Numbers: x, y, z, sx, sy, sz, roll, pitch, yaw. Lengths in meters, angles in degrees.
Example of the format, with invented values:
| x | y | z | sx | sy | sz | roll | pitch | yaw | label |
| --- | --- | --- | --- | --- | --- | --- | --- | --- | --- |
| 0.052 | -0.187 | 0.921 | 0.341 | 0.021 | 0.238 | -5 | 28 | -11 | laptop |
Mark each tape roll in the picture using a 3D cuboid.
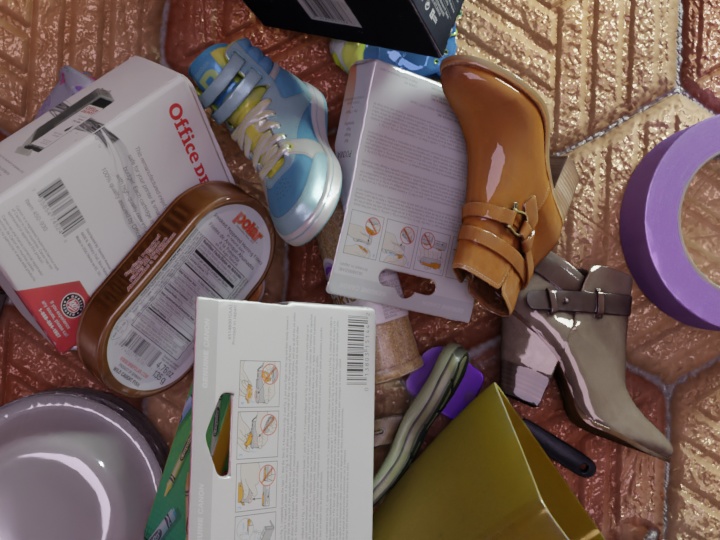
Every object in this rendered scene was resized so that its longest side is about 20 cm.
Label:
| x | y | z | sx | sy | sz | roll | pitch | yaw | label |
| --- | --- | --- | --- | --- | --- | --- | --- | --- | --- |
| 0.351 | -0.044 | 0.803 | 0.197 | 0.066 | 0.203 | 0 | 88 | -3 | tape roll |

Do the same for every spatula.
| x | y | z | sx | sy | sz | roll | pitch | yaw | label |
| --- | --- | --- | --- | --- | --- | --- | --- | --- | --- |
| 0.138 | 0.140 | 0.803 | 0.198 | 0.021 | 0.057 | 31 | 99 | -4 | spatula |

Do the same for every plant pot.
| x | y | z | sx | sy | sz | roll | pitch | yaw | label |
| --- | --- | --- | --- | --- | --- | --- | --- | --- | --- |
| 0.108 | 0.253 | 0.707 | 0.175 | 0.200 | 0.201 | -34 | 105 | 10 | plant pot |

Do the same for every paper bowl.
| x | y | z | sx | sy | sz | roll | pitch | yaw | label |
| --- | --- | --- | --- | --- | --- | --- | --- | --- | --- |
| -0.263 | 0.207 | 0.736 | 0.198 | 0.104 | 0.204 | 0 | 87 | -5 | paper bowl |

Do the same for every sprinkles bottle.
| x | y | z | sx | sy | sz | roll | pitch | yaw | label |
| --- | --- | --- | --- | --- | --- | --- | --- | --- | --- |
| 0.000 | 0.000 | 0.776 | 0.067 | 0.068 | 0.203 | -16 | 89 | -4 | sprinkles bottle |

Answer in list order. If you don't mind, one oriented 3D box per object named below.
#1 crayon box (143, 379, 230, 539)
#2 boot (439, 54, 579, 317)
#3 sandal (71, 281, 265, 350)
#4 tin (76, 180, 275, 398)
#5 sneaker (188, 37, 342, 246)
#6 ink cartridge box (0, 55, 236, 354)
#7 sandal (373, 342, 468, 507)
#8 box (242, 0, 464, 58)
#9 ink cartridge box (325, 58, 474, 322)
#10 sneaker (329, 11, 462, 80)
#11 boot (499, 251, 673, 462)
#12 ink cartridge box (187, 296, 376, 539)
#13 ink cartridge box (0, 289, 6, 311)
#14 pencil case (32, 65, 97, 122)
| x | y | z | sx | sy | sz | roll | pitch | yaw | label |
| --- | --- | --- | --- | --- | --- | --- | --- | --- | --- |
| -0.097 | 0.149 | 0.738 | 0.118 | 0.058 | 0.203 | 22 | 84 | -45 | crayon box |
| 0.110 | -0.069 | 0.726 | 0.200 | 0.073 | 0.156 | 41 | 69 | -31 | boot |
| -0.189 | 0.020 | 0.768 | 0.204 | 0.059 | 0.080 | -11 | 88 | -4 | sandal |
| -0.149 | 0.017 | 0.715 | 0.042 | 0.112 | 0.201 | 30 | 77 | 36 | tin |
| -0.087 | -0.114 | 0.705 | 0.130 | 0.201 | 0.079 | 33 | 118 | -34 | sneaker |
| -0.213 | -0.057 | 0.697 | 0.200 | 0.082 | 0.148 | -41 | 136 | -24 | ink cartridge box |
| 0.027 | 0.147 | 0.772 | 0.057 | 0.080 | 0.202 | 32 | 87 | 13 | sandal |
| 0.003 | -0.300 | 0.719 | 0.198 | 0.104 | 0.184 | 18 | 79 | 29 | box |
| 0.048 | -0.067 | 0.765 | 0.160 | 0.050 | 0.203 | 13 | 91 | -30 | ink cartridge box |
| 0.068 | -0.241 | 0.795 | 0.200 | 0.076 | 0.105 | -44 | 103 | 3 | sneaker |
| 0.222 | 0.073 | 0.791 | 0.198 | 0.070 | 0.148 | 24 | 81 | -8 | boot |
| -0.066 | 0.126 | 0.668 | 0.175 | 0.044 | 0.203 | 7 | 81 | -39 | ink cartridge box |
| -0.397 | 0.101 | 0.764 | 0.093 | 0.037 | 0.203 | 17 | 85 | -4 | ink cartridge box |
| -0.274 | -0.079 | 0.755 | 0.083 | 0.090 | 0.202 | 31 | 87 | -34 | pencil case |
